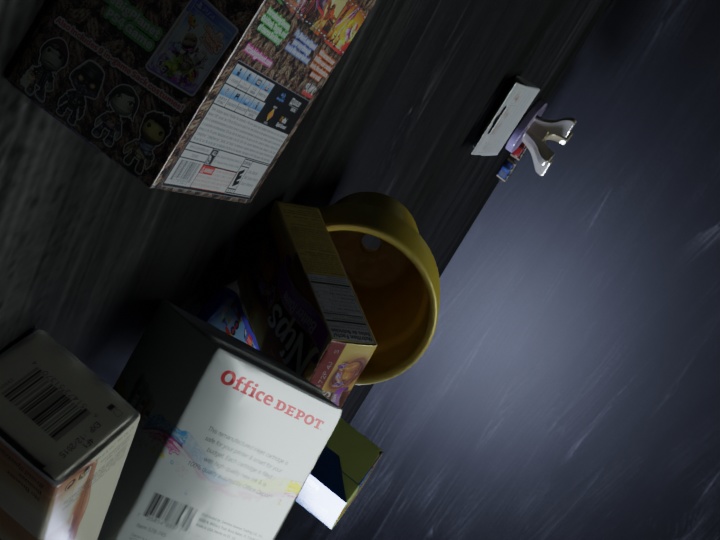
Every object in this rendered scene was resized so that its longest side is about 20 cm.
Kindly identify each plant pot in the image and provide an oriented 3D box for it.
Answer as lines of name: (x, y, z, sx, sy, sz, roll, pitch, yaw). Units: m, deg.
plant pot: (0.000, 0.000, 1.223, 0.202, 0.199, 0.190, -59, -174, 27)

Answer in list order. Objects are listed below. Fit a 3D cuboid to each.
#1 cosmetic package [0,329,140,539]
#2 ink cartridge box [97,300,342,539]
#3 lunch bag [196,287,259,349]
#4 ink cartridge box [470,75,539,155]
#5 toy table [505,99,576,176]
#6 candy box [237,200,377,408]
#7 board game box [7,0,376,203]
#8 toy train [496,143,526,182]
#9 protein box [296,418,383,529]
cosmetic package: (-0.239, 0.155, 0.743, 0.087, 0.103, 0.202, -42, 162, -48)
ink cartridge box: (-0.142, 0.157, 0.906, 0.202, 0.144, 0.144, -60, -147, -2)
lunch bag: (-0.160, 0.127, 1.062, 0.151, 0.093, 0.202, -55, 146, -44)
ink cartridge box: (0.269, -0.302, 2.027, 0.163, 0.050, 0.199, -58, 163, 17)
toy table: (0.462, -0.343, 2.649, 0.200, 0.116, 0.185, -48, 169, -34)
candy box: (-0.058, 0.041, 1.033, 0.056, 0.202, 0.118, 8, 129, -29)
board game box: (-0.067, -0.149, 0.561, 0.202, 0.096, 0.159, -56, 171, 7)
toy train: (0.429, -0.324, 2.802, 0.202, 0.034, 0.046, -59, 167, 18)
protein box: (-0.083, 0.394, 2.135, 0.135, 0.197, 0.201, -49, 170, -28)
